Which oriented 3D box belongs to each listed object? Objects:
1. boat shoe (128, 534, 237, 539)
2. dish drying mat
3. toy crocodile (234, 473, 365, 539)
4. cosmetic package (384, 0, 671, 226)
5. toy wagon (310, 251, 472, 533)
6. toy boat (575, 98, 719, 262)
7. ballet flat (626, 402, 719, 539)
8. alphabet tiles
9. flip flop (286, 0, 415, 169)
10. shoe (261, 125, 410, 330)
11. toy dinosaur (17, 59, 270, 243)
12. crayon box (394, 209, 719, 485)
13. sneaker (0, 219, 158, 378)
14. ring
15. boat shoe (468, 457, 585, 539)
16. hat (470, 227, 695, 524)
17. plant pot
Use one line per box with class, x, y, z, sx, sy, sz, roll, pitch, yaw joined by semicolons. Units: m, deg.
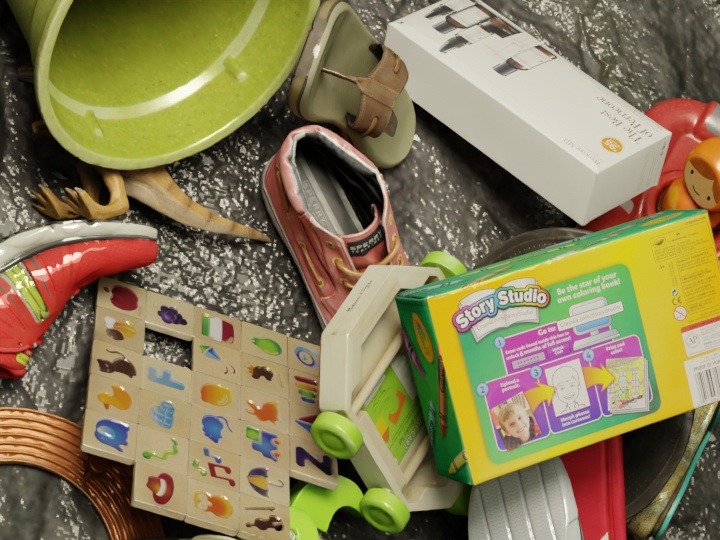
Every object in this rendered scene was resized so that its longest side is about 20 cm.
boat shoe;-0.089;0.187;1.213;0.198;0.063;0.072;6;63;19
dish drying mat;0.133;0.127;1.361;0.076;0.018;0.202;-2;96;12
toy crocodile;-0.058;0.211;1.287;0.061;0.067;0.201;29;62;-12
cosmetic package;0.111;-0.116;1.439;0.082;0.051;0.200;-29;55;-35
toy wagon;0.041;0.093;1.335;0.156;0.039;0.201;-54;129;-34
toy boat;0.236;-0.047;1.470;0.130;0.131;0.201;31;60;3
ballet flat;0.225;0.097;1.460;0.071;0.071;0.200;40;60;-5
alphabet tiles;-0.091;0.090;1.296;0.166;0.008;0.201;19;34;-16
flip flop;0.007;-0.116;1.378;0.057;0.200;0.082;17;78;24
shoe;0.000;0.000;1.370;0.071;0.091;0.201;-29;85;-13
toy dinosaur;-0.151;-0.066;1.357;0.200;0.060;0.106;45;59;-3
crayon box;0.132;0.045;1.293;0.199;0.058;0.120;-16;97;-17
sneaker;-0.215;0.023;1.298;0.199;0.077;0.086;-19;90;-21
ring;-0.209;0.179;1.262;0.199;0.019;0.202;8;68;-20
boat shoe;0.119;0.201;1.329;0.071;0.072;0.202;24;53;-61
hat;0.145;0.072;1.414;0.202;0.200;0.081;62;18;8
plant pot;-0.156;-0.200;1.325;0.199;0.201;0.184;-19;51;-28
